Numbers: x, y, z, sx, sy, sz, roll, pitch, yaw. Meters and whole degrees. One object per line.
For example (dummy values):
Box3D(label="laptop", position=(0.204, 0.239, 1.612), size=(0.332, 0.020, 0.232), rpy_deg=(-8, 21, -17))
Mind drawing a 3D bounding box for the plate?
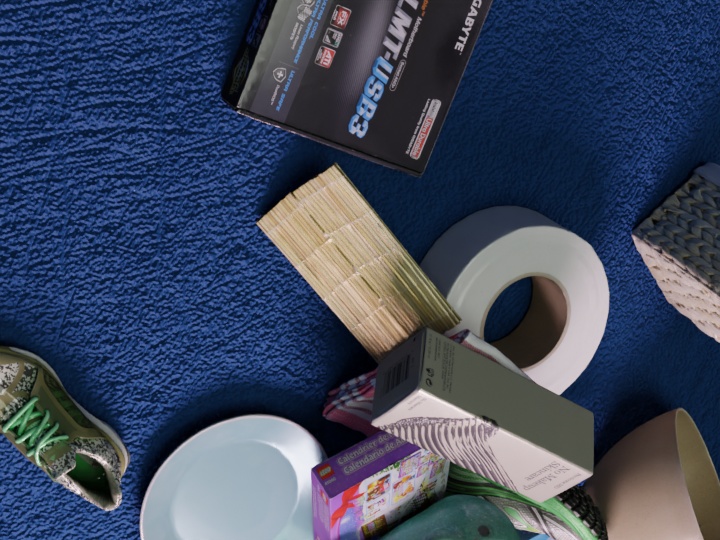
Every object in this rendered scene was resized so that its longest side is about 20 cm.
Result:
Box3D(label="plate", position=(-0.121, 0.227, 1.170), size=(0.198, 0.026, 0.202), rpy_deg=(-10, 115, -22))

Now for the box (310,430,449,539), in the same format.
Box3D(label="box", position=(0.020, 0.223, 1.174), size=(0.136, 0.039, 0.201), rpy_deg=(-26, 147, -19))

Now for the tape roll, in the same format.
Box3D(label="tape roll", position=(0.148, 0.041, 1.202), size=(0.201, 0.071, 0.204), rpy_deg=(-10, 114, -23))

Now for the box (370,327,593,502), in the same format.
Box3D(label="box", position=(0.112, 0.133, 1.081), size=(0.199, 0.069, 0.082), rpy_deg=(27, 138, -21))

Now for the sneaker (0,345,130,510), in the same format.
Box3D(label="sneaker", position=(-0.266, 0.138, 1.026), size=(0.077, 0.089, 0.200), rpy_deg=(-47, 122, -2))

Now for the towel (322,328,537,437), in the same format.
Box3D(label="towel", position=(0.078, 0.133, 1.157), size=(0.146, 0.030, 0.199), rpy_deg=(36, 135, -30))

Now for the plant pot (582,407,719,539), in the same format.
Box3D(label="plant pot", position=(0.321, 0.267, 1.326), size=(0.133, 0.201, 0.201), rpy_deg=(-19, 124, 23))

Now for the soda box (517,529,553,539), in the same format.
Box3D(label="soda box", position=(0.121, 0.322, 1.301), size=(0.199, 0.068, 0.065), rpy_deg=(-22, 120, -17))

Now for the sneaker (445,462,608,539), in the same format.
Box3D(label="sneaker", position=(0.173, 0.245, 1.267), size=(0.199, 0.078, 0.086), rpy_deg=(32, 108, 4))

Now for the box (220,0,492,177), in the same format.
Box3D(label="box", position=(0.004, -0.205, 1.048), size=(0.197, 0.050, 0.202), rpy_deg=(17, 102, -29))

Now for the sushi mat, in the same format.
Box3D(label="sushi mat", position=(0.000, 0.000, 1.102), size=(0.095, 0.012, 0.200), rpy_deg=(-32, 111, 22))

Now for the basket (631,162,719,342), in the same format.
Box3D(label="basket", position=(0.391, -0.001, 1.234), size=(0.123, 0.200, 0.136), rpy_deg=(-38, 121, 0))

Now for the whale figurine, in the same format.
Box3D(label="whale figurine", position=(0.060, 0.278, 1.179), size=(0.198, 0.105, 0.160), rpy_deg=(-3, 148, -10))
